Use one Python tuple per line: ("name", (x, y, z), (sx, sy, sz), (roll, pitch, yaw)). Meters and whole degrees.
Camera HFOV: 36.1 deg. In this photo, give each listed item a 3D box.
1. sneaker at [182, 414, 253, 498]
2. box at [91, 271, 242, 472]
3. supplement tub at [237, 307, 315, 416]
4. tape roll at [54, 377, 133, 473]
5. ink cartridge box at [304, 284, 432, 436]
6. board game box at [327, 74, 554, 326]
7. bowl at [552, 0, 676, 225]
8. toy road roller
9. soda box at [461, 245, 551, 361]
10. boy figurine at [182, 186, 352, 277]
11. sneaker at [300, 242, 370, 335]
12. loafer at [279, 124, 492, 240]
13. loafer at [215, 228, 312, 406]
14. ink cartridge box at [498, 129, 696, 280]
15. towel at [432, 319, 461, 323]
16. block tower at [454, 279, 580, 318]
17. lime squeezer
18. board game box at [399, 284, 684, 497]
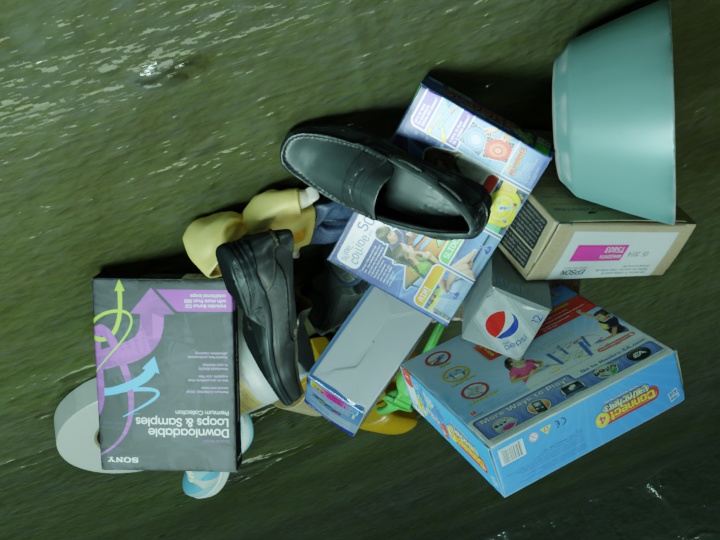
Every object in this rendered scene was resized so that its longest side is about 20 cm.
("sneaker", (-0.243, 0.260, 1.549), (0.130, 0.080, 0.200), (-3, 140, -36))
("box", (-0.192, 0.103, 1.107), (0.142, 0.201, 0.036), (0, -168, 4))
("supplement tub", (-0.164, 0.095, 1.196), (0.199, 0.146, 0.145), (-24, 155, 7))
("tape roll", (-0.280, 0.189, 1.386), (0.202, 0.037, 0.203), (-12, 144, -9))
("ink cartridge box", (0.005, 0.100, 1.208), (0.137, 0.076, 0.200), (-53, 172, -16))
("board game box", (0.071, -0.061, 1.026), (0.200, 0.135, 0.034), (-60, -179, 28))
("bowl", (0.232, -0.141, 1.006), (0.104, 0.202, 0.201), (-1, 159, 16))
("toy road roller", (-0.012, 0.156, 1.430), (0.200, 0.147, 0.123), (-31, 153, 21))
("soda box", (0.144, 0.000, 1.106), (0.063, 0.200, 0.068), (22, 122, -7))
("boy figurine", (-0.073, -0.043, 1.089), (0.199, 0.065, 0.124), (-12, 156, -25))
("sneaker", (0.000, 0.000, 1.240), (0.087, 0.075, 0.200), (-19, 164, -31))
("loafer", (0.018, -0.078, 0.971), (0.070, 0.200, 0.068), (-46, 155, -65))
("loafer", (-0.077, 0.049, 1.064), (0.072, 0.073, 0.201), (-25, 132, -15))
("ink cartridge box", (0.209, -0.069, 1.116), (0.199, 0.165, 0.075), (-1, 130, -35))
("towel", (0.163, 0.055, 1.426), (0.199, 0.030, 0.146), (0, 174, -38))
("block tower", (0.135, 0.021, 1.207), (0.199, 0.058, 0.054), (12, 137, 4))
("lime squeezer", (0.049, 0.125, 1.234), (0.038, 0.071, 0.200), (13, 135, -17))
("board game box", (0.168, 0.106, 1.058), (0.199, 0.196, 0.056), (-25, 114, -13))
